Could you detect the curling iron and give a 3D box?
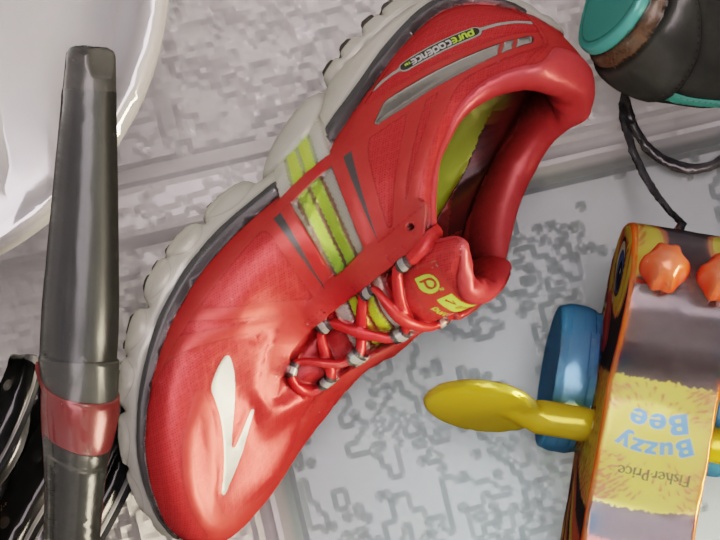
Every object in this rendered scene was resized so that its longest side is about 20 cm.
[{"bbox_3d":[-0.078,0.036,0.852,0.025,0.050,0.201,2,101,24],"label":"curling iron"}]

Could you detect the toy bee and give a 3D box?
[{"bbox_3d":[0.084,0.029,0.902,0.130,0.109,0.201,-12,85,-3],"label":"toy bee"}]

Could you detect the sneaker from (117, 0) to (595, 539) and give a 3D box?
[{"bbox_3d":[0.000,0.000,0.898,0.085,0.077,0.200,27,81,42],"label":"sneaker"}]

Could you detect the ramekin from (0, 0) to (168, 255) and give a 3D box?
[{"bbox_3d":[-0.159,-0.086,0.904,0.202,0.094,0.203,0,84,-3],"label":"ramekin"}]

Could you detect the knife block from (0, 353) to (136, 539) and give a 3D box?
[{"bbox_3d":[-0.130,0.121,0.893,0.175,0.064,0.201,-26,121,-39],"label":"knife block"}]

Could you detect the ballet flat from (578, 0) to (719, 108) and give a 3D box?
[{"bbox_3d":[0.119,-0.139,0.942,0.068,0.068,0.201,22,70,-22],"label":"ballet flat"}]
